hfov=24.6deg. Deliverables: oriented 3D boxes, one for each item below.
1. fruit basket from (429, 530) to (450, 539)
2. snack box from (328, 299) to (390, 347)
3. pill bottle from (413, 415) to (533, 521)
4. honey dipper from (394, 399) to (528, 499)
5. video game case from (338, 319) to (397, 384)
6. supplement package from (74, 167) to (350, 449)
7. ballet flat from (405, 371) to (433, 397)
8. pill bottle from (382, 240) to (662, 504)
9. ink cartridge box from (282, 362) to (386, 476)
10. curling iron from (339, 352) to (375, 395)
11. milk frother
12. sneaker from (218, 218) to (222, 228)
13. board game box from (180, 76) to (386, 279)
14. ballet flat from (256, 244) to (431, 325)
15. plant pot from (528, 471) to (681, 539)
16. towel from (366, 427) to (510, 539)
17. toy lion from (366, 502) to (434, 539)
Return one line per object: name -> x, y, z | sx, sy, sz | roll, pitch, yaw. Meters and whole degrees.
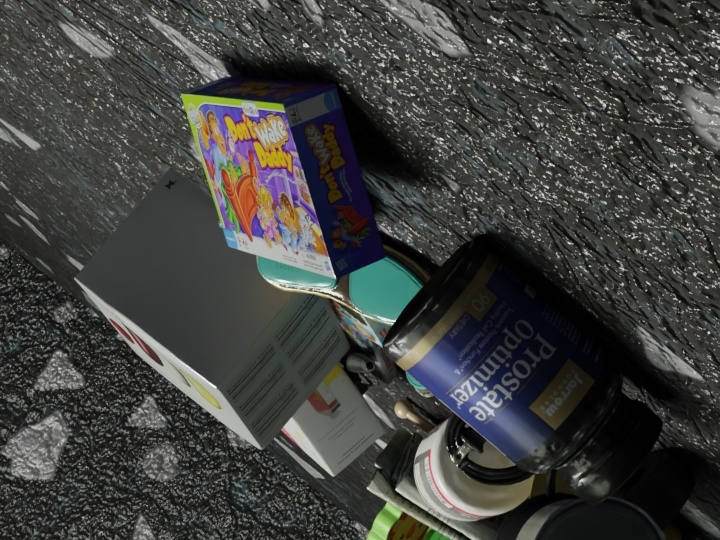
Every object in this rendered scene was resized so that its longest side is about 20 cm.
fruit basket -> 0.176, 0.391, 2.164 | 0.215, 0.156, 0.216 | 27, 149, 18
snack box -> -0.054, -0.006, 1.635 | 0.200, 0.037, 0.116 | 31, 166, 33
pill bottle -> 0.115, 0.202, 1.708 | 0.111, 0.111, 0.200 | 39, 168, 2
honey dipper -> 0.114, 0.213, 1.926 | 0.200, 0.038, 0.038 | 35, 167, 28
video game case -> -0.051, 0.034, 1.811 | 0.200, 0.023, 0.182 | 36, 168, 21
supplement package -> -0.141, 0.042, 1.625 | 0.191, 0.147, 0.200 | 35, 167, 21
ballet flat -> 0.091, 0.085, 1.475 | 0.072, 0.072, 0.200 | 40, 169, -4
pill bottle -> 0.124, 0.080, 1.241 | 0.200, 0.112, 0.112 | 40, 168, -3
ink cartridge box -> -0.078, 0.111, 1.826 | 0.145, 0.083, 0.200 | 35, 161, 54
curling iron -> 0.001, 0.105, 1.785 | 0.050, 0.026, 0.200 | 47, 169, 2
milk frother -> 0.157, 0.199, 1.383 | 0.200, 0.181, 0.188 | 26, 171, -1
sneaker -> -0.059, -0.045, 1.416 | 0.075, 0.078, 0.200 | 44, 167, -23
board game box -> -0.063, -0.076, 1.262 | 0.200, 0.045, 0.135 | 15, 125, 62
ballet flat -> 0.000, 0.000, 1.450 | 0.200, 0.069, 0.063 | 18, -161, 33
plant pot -> 0.224, 0.282, 1.556 | 0.142, 0.200, 0.200 | 9, 160, 12
towel -> 0.109, 0.254, 1.884 | 0.200, 0.035, 0.193 | 30, -162, 3
toy lion -> 0.072, 0.367, 2.344 | 0.069, 0.192, 0.200 | 33, -153, 26
